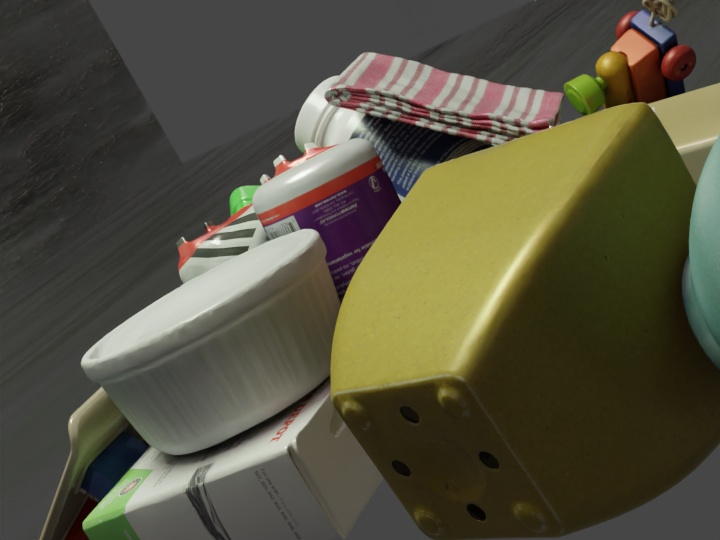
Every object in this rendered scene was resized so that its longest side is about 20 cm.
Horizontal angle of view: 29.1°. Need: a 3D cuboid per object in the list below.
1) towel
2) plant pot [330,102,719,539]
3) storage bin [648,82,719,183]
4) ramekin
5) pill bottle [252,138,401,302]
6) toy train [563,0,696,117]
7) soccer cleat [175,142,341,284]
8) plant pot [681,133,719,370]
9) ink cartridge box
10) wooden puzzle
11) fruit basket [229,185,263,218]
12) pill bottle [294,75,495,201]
[{"bbox_3d":[0.078,-0.155,1.221,0.199,0.030,0.146,14,22,7],"label":"towel"},{"bbox_3d":[0.097,0.052,0.826,0.195,0.194,0.200,-14,25,49],"label":"plant pot"},{"bbox_3d":[0.233,-0.074,1.143,0.199,0.094,0.199,-16,16,17],"label":"storage bin"},{"bbox_3d":[-0.100,0.057,1.040,0.202,0.094,0.202,-27,10,5],"label":"ramekin"},{"bbox_3d":[0.000,0.000,1.141,0.112,0.200,0.112,-26,7,3],"label":"pill bottle"},{"bbox_3d":[0.232,-0.183,1.243,0.116,0.200,0.085,-33,47,-8],"label":"toy train"},{"bbox_3d":[-0.075,-0.036,1.229,0.200,0.085,0.069,-36,-16,14],"label":"soccer cleat"},{"bbox_3d":[0.254,-0.005,0.733,0.200,0.200,0.134,-39,-9,-37],"label":"plant pot"},{"bbox_3d":[-0.082,0.155,1.029,0.200,0.084,0.146,-23,14,30],"label":"ink cartridge box"},{"bbox_3d":[-0.196,0.162,1.154,0.185,0.046,0.200,-47,-19,-55],"label":"wooden puzzle"},{"bbox_3d":[-0.026,-0.024,1.379,0.215,0.156,0.216,-1,32,0],"label":"fruit basket"},{"bbox_3d":[0.040,-0.098,1.263,0.200,0.111,0.111,34,52,25],"label":"pill bottle"}]
